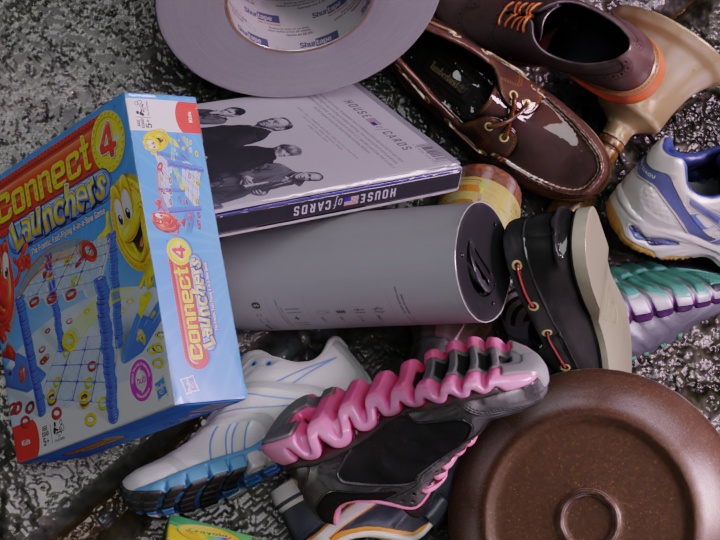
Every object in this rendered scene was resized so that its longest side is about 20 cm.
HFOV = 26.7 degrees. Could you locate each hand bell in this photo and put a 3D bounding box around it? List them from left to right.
[{"bbox_3d":[0.189,-0.090,1.168,0.104,0.104,0.201,31,85,-4],"label":"hand bell"}]

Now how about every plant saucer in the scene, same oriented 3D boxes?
[{"bbox_3d":[0.151,0.163,0.989,0.199,0.037,0.202,-2,81,15],"label":"plant saucer"}]

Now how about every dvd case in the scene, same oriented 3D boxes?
[{"bbox_3d":[-0.051,-0.082,1.061,0.199,0.025,0.150,-11,35,-29],"label":"dvd case"}]

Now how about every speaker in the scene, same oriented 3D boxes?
[{"bbox_3d":[0.000,0.000,1.034,0.081,0.199,0.082,9,79,-56],"label":"speaker"}]

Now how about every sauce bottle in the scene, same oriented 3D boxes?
[{"bbox_3d":[0.069,0.013,1.082,0.066,0.066,0.201,23,50,-6],"label":"sauce bottle"}]

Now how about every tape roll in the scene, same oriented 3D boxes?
[{"bbox_3d":[-0.046,-0.210,1.050,0.199,0.201,0.067,-3,54,-13],"label":"tape roll"}]

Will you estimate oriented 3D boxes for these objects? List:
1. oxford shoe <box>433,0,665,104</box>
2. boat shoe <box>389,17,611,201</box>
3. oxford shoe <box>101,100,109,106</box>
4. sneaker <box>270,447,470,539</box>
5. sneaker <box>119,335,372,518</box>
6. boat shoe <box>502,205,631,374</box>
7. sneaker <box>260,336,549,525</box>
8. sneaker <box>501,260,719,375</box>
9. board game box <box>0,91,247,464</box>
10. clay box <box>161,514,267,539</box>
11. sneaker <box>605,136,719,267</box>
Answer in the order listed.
[{"bbox_3d":[0.131,-0.188,1.134,0.199,0.072,0.072,22,87,29],"label":"oxford shoe"},{"bbox_3d":[0.097,-0.120,1.127,0.199,0.070,0.071,35,95,12],"label":"boat shoe"},{"bbox_3d":[-0.157,-0.030,1.078,0.071,0.071,0.201,-1,60,-31],"label":"oxford shoe"},{"bbox_3d":[0.042,0.146,1.071,0.199,0.078,0.080,-27,79,-6],"label":"sneaker"},{"bbox_3d":[-0.082,0.106,1.065,0.199,0.075,0.087,-21,72,-21],"label":"sneaker"},{"bbox_3d":[0.148,0.037,1.049,0.063,0.202,0.074,-4,45,22],"label":"boat shoe"},{"bbox_3d":[0.038,0.110,0.983,0.199,0.079,0.096,-20,103,23],"label":"sneaker"},{"bbox_3d":[0.194,0.047,1.145,0.199,0.074,0.088,-8,110,-20],"label":"sneaker"},{"bbox_3d":[-0.168,0.011,0.993,0.056,0.199,0.197,-1,75,-42],"label":"board game box"},{"bbox_3d":[-0.050,0.248,1.020,0.199,0.048,0.116,17,103,-9],"label":"clay box"},{"bbox_3d":[0.286,-0.048,1.143,0.199,0.088,0.076,5,43,-27],"label":"sneaker"}]
